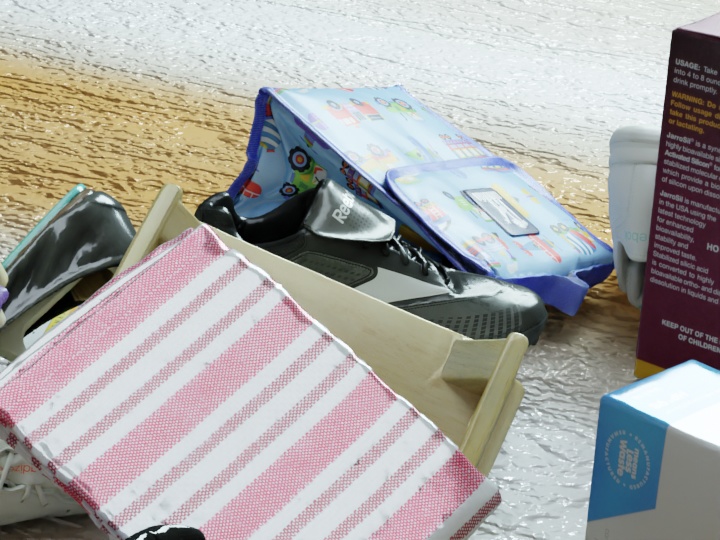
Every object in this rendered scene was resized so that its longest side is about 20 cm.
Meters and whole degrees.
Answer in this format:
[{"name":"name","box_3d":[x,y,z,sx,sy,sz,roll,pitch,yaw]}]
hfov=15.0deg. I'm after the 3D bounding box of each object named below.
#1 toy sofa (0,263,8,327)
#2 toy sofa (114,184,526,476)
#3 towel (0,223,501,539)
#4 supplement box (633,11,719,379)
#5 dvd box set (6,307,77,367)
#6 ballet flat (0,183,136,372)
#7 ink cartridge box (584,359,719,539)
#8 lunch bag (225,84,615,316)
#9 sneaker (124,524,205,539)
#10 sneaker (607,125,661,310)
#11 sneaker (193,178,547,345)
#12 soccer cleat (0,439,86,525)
[{"name":"toy sofa","box_3d":[-0.270,0.021,1.281,0.199,0.083,0.098,-31,29,-11]},{"name":"toy sofa","box_3d":[-0.027,0.048,1.305,0.199,0.098,0.083,24,64,5]},{"name":"towel","box_3d":[-0.053,0.081,1.202,0.200,0.030,0.146,41,59,15]},{"name":"supplement box","box_3d":[0.218,-0.037,1.461,0.085,0.201,0.110,19,26,33]},{"name":"dvd box set","box_3d":[-0.073,0.044,1.436,0.199,0.030,0.146,7,22,6]},{"name":"ballet flat","box_3d":[-0.181,0.038,1.344,0.200,0.068,0.068,-42,84,-20]},{"name":"ink cartridge box","box_3d":[0.190,0.130,1.158,0.066,0.117,0.199,-16,29,-41]},{"name":"lunch bag","box_3d":[0.042,-0.024,1.557,0.199,0.095,0.150,30,19,26]},{"name":"sneaker","box_3d":[-0.107,0.145,1.070,0.199,0.112,0.077,10,22,14]},{"name":"sneaker","box_3d":[0.172,-0.017,1.564,0.075,0.089,0.200,4,-11,17]},{"name":"sneaker","box_3d":[0.000,0.000,1.397,0.199,0.091,0.067,5,22,-3]},{"name":"soccer cleat","box_3d":[-0.165,0.088,1.265,0.077,0.070,0.200,23,25,32]}]
